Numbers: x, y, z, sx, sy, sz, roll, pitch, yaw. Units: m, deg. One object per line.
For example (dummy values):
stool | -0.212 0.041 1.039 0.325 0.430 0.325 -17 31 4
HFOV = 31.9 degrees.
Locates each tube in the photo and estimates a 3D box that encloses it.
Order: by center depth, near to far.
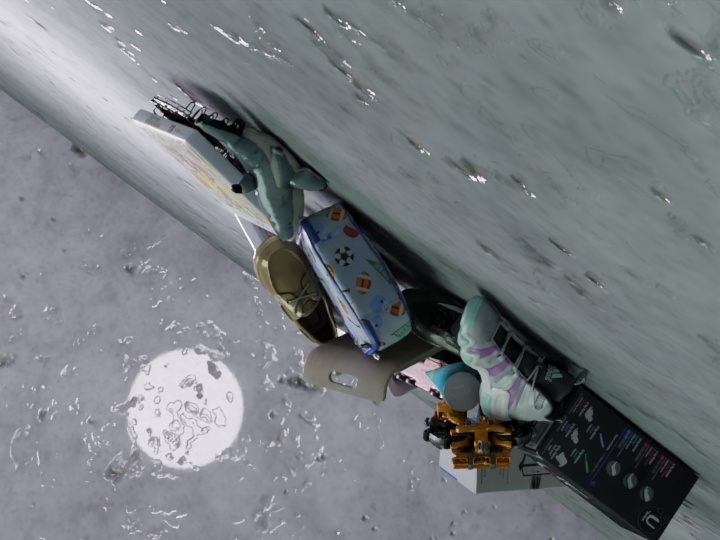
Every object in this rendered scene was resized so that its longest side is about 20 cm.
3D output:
tube | 0.130 0.147 1.700 0.076 0.051 0.200 -8 -176 0

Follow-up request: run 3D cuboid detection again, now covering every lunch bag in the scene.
lunch bag | -0.009 0.016 1.604 0.202 0.075 0.160 61 171 3

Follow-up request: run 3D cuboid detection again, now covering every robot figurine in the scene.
robot figurine | 0.150 0.209 1.617 0.143 0.059 0.200 -2 -172 2

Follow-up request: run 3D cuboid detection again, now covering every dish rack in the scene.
dish rack | -0.176 -0.162 1.613 0.153 0.055 0.200 28 167 45

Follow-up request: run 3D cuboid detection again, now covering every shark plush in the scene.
shark plush | -0.118 -0.116 1.482 0.090 0.084 0.200 32 172 35

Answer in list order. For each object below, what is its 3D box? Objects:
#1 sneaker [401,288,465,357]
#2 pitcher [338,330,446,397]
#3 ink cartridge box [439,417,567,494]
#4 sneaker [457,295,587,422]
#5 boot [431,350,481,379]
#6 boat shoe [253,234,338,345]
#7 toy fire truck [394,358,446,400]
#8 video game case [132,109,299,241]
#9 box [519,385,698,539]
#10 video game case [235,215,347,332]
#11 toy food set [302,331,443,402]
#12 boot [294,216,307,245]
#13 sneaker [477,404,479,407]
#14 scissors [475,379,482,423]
sneaker | 0.133 0.078 1.615 0.199 0.067 0.091 32 170 6
pitcher | 0.062 0.124 2.104 0.170 0.123 0.200 -1 -155 -35
ink cartridge box | 0.237 0.275 1.914 0.197 0.086 0.146 -1 -173 -19
sneaker | 0.200 0.109 1.492 0.138 0.078 0.201 8 143 30
boot | 0.095 0.091 1.912 0.186 0.064 0.200 41 175 -23
boat shoe | -0.077 0.029 1.670 0.065 0.071 0.201 46 172 41
toy fire truck | 0.125 0.168 1.909 0.140 0.049 0.199 26 177 -35
video game case | -0.185 -0.122 1.601 0.200 0.023 0.181 45 169 -33
box | 0.313 0.246 1.630 0.199 0.107 0.122 37 174 -6
video game case | -0.088 0.000 1.847 0.181 0.023 0.201 33 -163 -44
toy food set | 0.039 0.122 1.697 0.142 0.199 0.061 11 114 40
boot | -0.024 -0.012 1.844 0.200 0.074 0.096 41 -172 -30
sneaker | 0.214 0.186 1.904 0.200 0.074 0.082 -119 15 -79
scissors | 0.173 0.175 1.765 0.074 0.014 0.201 58 148 25
